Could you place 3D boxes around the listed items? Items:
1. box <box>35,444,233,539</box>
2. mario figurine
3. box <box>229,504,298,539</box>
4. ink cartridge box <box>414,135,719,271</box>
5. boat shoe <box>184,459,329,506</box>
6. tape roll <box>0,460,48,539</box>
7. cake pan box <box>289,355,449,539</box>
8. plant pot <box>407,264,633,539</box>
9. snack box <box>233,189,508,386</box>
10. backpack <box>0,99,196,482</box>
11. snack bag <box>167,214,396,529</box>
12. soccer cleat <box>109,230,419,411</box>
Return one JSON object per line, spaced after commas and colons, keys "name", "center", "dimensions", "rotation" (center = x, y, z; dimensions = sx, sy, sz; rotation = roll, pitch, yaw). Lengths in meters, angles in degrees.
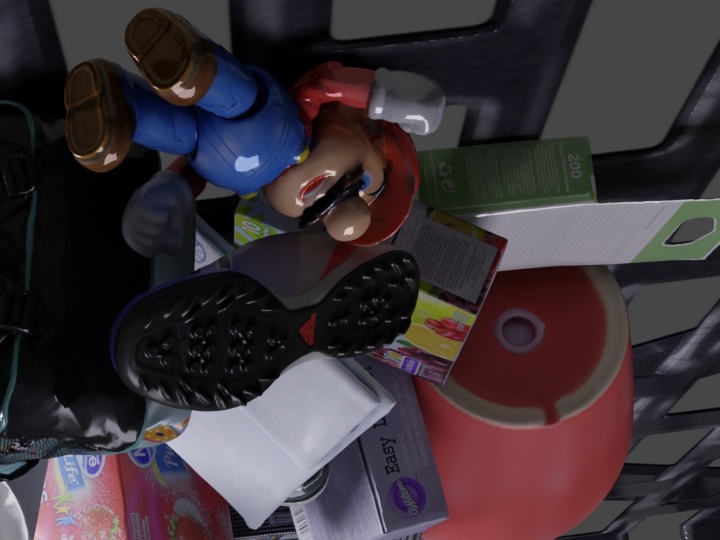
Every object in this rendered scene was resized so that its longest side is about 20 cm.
{"name": "box", "center": [-0.158, 0.115, 1.488], "dimensions": [0.100, 0.201, 0.095], "rotation": [-19, 165, 39]}
{"name": "mario figurine", "center": [-0.037, -0.051, 1.064], "dimensions": [0.123, 0.106, 0.200], "rotation": [3, 171, 40]}
{"name": "box", "center": [-0.116, 0.113, 1.594], "dimensions": [0.199, 0.161, 0.044], "rotation": [-4, 168, -13]}
{"name": "ink cartridge box", "center": [0.121, -0.037, 1.344], "dimensions": [0.199, 0.048, 0.146], "rotation": [-6, 167, -8]}
{"name": "boat shoe", "center": [-0.098, 0.070, 1.411], "dimensions": [0.073, 0.200, 0.062], "rotation": [-47, 178, -19]}
{"name": "tape roll", "center": [-0.279, 0.104, 1.313], "dimensions": [0.202, 0.139, 0.203], "rotation": [1, 128, 2]}
{"name": "cake pan box", "center": [-0.015, 0.093, 1.476], "dimensions": [0.052, 0.201, 0.184], "rotation": [-12, 168, -18]}
{"name": "plant pot", "center": [0.093, 0.067, 1.492], "dimensions": [0.200, 0.201, 0.177], "rotation": [-6, 157, -6]}
{"name": "snack box", "center": [0.000, 0.000, 1.297], "dimensions": [0.142, 0.053, 0.200], "rotation": [24, 166, 3]}
{"name": "backpack", "center": [-0.179, 0.019, 1.143], "dimensions": [0.200, 0.176, 0.153], "rotation": [-14, 162, 40]}
{"name": "snack bag", "center": [-0.092, 0.055, 1.330], "dimensions": [0.021, 0.189, 0.200], "rotation": [-49, -178, -38]}
{"name": "soccer cleat", "center": [-0.057, 0.019, 1.110], "dimensions": [0.073, 0.068, 0.200], "rotation": [21, -156, 37]}
